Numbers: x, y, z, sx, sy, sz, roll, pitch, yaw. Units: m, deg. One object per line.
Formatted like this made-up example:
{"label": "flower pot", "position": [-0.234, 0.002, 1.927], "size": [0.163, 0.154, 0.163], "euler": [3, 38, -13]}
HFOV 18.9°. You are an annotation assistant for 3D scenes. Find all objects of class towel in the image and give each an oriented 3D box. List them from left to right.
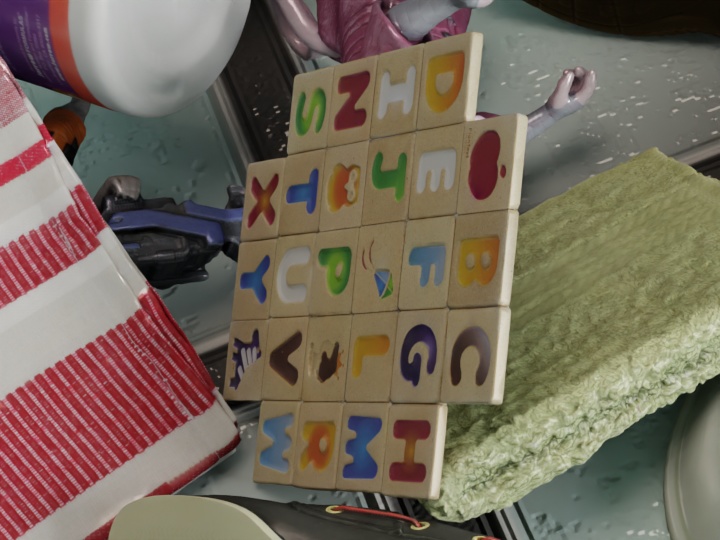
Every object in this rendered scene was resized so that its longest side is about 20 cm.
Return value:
{"label": "towel", "position": [-0.155, 0.024, 0.853], "size": [0.144, 0.023, 0.201], "euler": [-34, 92, -15]}
{"label": "towel", "position": [0.082, 0.021, 0.844], "size": [0.199, 0.037, 0.148], "euler": [-30, 27, -15]}

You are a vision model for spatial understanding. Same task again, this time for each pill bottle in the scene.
{"label": "pill bottle", "position": [-0.154, -0.143, 0.940], "size": [0.199, 0.112, 0.112], "euler": [19, 56, 30]}

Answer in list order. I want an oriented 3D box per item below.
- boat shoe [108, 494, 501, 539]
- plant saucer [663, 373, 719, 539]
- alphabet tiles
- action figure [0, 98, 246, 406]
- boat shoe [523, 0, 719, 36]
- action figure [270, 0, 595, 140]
{"label": "boat shoe", "position": [-0.008, 0.122, 0.785], "size": [0.200, 0.074, 0.063], "euler": [8, 11, 37]}
{"label": "plant saucer", "position": [0.207, 0.062, 0.782], "size": [0.198, 0.050, 0.201], "euler": [-8, 47, 9]}
{"label": "alphabet tiles", "position": [0.000, 0.000, 0.820], "size": [0.200, 0.006, 0.168], "euler": [-5, 77, 59]}
{"label": "action figure", "position": [-0.133, -0.011, 0.945], "size": [0.198, 0.105, 0.194], "euler": [0, 50, -18]}
{"label": "boat shoe", "position": [0.145, -0.150, 0.988], "size": [0.199, 0.074, 0.067], "euler": [15, 50, 16]}
{"label": "action figure", "position": [0.011, -0.094, 0.913], "size": [0.148, 0.134, 0.201], "euler": [-18, 49, 18]}
